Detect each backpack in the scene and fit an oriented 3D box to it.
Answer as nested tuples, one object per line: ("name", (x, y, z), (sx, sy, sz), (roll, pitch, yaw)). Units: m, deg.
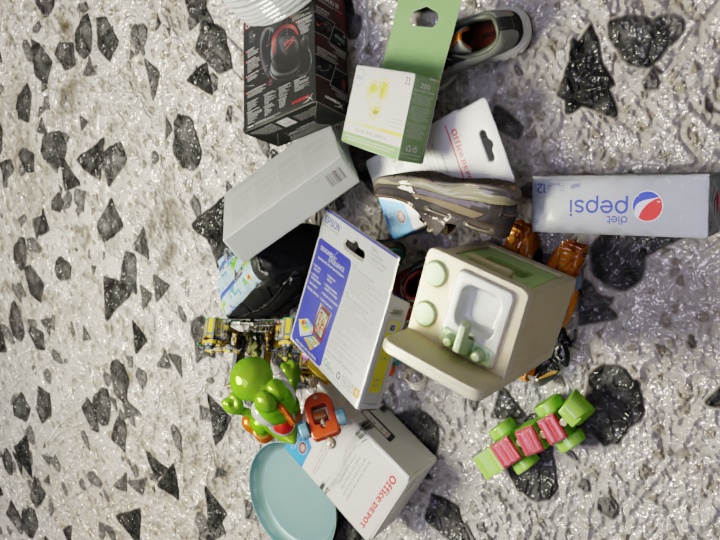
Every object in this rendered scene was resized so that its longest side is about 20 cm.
("backpack", (-0.141, 0.007, 1.138), (0.155, 0.161, 0.201), (57, 137, 22))

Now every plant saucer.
("plant saucer", (-0.111, 0.386, 1.258), (0.197, 0.027, 0.204), (9, 104, 36))

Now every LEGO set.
("LEGO set", (-0.152, 0.145, 1.143), (0.196, 0.154, 0.118), (1, 72, 10))

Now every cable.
("cable", (-0.109, -0.432, 1.021), (0.198, 0.069, 0.203), (-27, 46, 27))

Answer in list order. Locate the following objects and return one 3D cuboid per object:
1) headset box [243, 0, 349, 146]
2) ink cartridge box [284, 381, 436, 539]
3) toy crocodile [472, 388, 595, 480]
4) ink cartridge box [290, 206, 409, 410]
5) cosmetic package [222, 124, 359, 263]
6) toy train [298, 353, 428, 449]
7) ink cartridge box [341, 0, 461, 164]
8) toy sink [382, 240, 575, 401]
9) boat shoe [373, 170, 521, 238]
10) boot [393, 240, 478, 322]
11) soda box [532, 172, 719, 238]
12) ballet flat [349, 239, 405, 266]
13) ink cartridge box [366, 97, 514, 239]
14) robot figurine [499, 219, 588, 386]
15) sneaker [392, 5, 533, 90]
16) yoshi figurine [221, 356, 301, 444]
("headset box", (-0.095, -0.301, 1.058), (0.147, 0.074, 0.204), (-14, 73, 37))
("ink cartridge box", (-0.003, 0.277, 1.118), (0.200, 0.084, 0.147), (42, 121, 23))
("toy crocodile", (0.220, 0.216, 0.952), (0.199, 0.061, 0.068), (-40, 75, 36))
("ink cartridge box", (-0.013, 0.044, 0.970), (0.197, 0.046, 0.203), (37, 113, 52))
("cosmetic package", (-0.103, -0.116, 1.040), (0.198, 0.152, 0.052), (-34, 122, 11))
("toy train", (-0.006, 0.163, 1.062), (0.197, 0.056, 0.152), (-24, 63, -4))
("ink cartridge box", (0.047, -0.248, 0.931), (0.145, 0.047, 0.204), (31, 113, 55))
("toy sink", (0.136, 0.043, 0.823), (0.129, 0.199, 0.114), (25, 112, 32))
("boat shoe", (0.097, -0.078, 0.897), (0.197, 0.074, 0.075), (13, 107, 36))
("boot", (0.066, 0.027, 0.982), (0.199, 0.143, 0.073), (-32, 82, 38))
("soda box", (0.297, -0.076, 0.837), (0.197, 0.063, 0.070), (4, 100, 36))
("ballet flat", (0.000, 0.000, 1.060), (0.201, 0.067, 0.069), (-53, 38, 45))
("ink cartridge box", (0.114, -0.130, 0.963), (0.198, 0.066, 0.118), (-22, 85, 38))
("robot figurine", (0.207, 0.047, 0.931), (0.144, 0.058, 0.204), (25, 112, 32))
("sneaker", (0.113, -0.279, 0.929), (0.198, 0.079, 0.075), (-16, 91, 39))
("yoshi figurine", (-0.136, 0.174, 1.037), (0.110, 0.201, 0.114), (9, 67, -1))
